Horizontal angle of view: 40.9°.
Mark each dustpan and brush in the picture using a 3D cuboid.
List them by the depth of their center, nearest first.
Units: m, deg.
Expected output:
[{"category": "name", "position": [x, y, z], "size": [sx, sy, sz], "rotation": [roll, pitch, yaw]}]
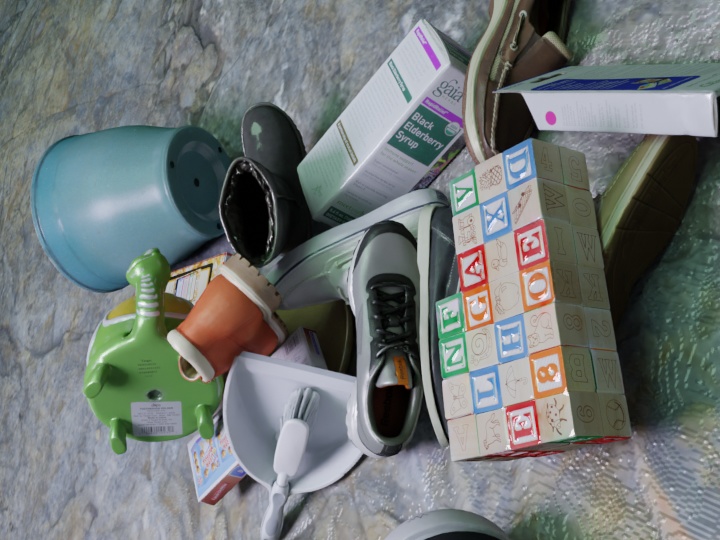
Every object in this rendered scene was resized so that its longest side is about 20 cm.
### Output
[{"category": "dustpan and brush", "position": [-0.067, 0.176, 0.889], "size": [0.058, 0.138, 0.201], "rotation": [-80, 4, -50]}]

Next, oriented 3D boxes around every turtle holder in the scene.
[{"category": "turtle holder", "position": [-0.214, 0.080, 0.968], "size": [0.140, 0.186, 0.132], "rotation": [-24, 39, 10]}]

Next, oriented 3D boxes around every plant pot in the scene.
[{"category": "plant pot", "position": [-0.071, 0.085, 0.984], "size": [0.199, 0.027, 0.202], "rotation": [-24, 56, 41]}, {"category": "plant pot", "position": [-0.258, -0.087, 1.172], "size": [0.186, 0.200, 0.202], "rotation": [-11, 63, 29]}]

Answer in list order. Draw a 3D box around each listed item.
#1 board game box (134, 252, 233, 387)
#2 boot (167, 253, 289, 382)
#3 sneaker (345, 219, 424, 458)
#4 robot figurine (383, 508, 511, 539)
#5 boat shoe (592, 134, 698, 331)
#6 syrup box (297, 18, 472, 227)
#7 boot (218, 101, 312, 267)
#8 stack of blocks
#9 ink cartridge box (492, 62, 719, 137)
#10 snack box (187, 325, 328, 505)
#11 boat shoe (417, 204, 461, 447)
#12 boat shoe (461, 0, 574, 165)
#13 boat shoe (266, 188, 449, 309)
[{"category": "board game box", "position": [-0.209, 0.075, 1.136], "size": [0.199, 0.046, 0.153], "rotation": [-15, 62, 45]}, {"category": "boot", "position": [-0.126, 0.060, 0.897], "size": [0.075, 0.200, 0.107], "rotation": [38, 77, 11]}, {"category": "sneaker", "position": [0.029, 0.057, 0.812], "size": [0.079, 0.073, 0.203], "rotation": [152, 119, -79]}, {"category": "robot figurine", "position": [0.070, 0.250, 0.638], "size": [0.126, 0.149, 0.200], "rotation": [-62, 19, 16]}, {"category": "boat shoe", "position": [0.172, -0.020, 0.708], "size": [0.069, 0.073, 0.201], "rotation": [36, 102, 45]}, {"category": "syrup box", "position": [0.034, -0.128, 0.919], "size": [0.200, 0.078, 0.082], "rotation": [-46, 42, 25]}, {"category": "boot", "position": [-0.099, -0.091, 0.946], "size": [0.072, 0.200, 0.184], "rotation": [-18, 87, 12]}, {"category": "stack of blocks", "position": [0.111, 0.025, 0.677], "size": [0.115, 0.058, 0.202], "rotation": [-24, 65, 49]}, {"category": "ink cartridge box", "position": [0.200, -0.128, 0.710], "size": [0.199, 0.094, 0.037], "rotation": [17, 122, 51]}, {"category": "snack box", "position": [-0.103, 0.145, 0.952], "size": [0.200, 0.024, 0.072], "rotation": [-46, 44, 25]}, {"category": "boat shoe", "position": [0.082, 0.042, 0.790], "size": [0.067, 0.072, 0.202], "rotation": [-1, 78, 14]}, {"category": "boat shoe", "position": [0.141, -0.183, 0.824], "size": [0.074, 0.074, 0.205], "rotation": [-3, 70, 45]}, {"category": "boat shoe", "position": [0.000, 0.000, 0.890], "size": [0.199, 0.071, 0.070], "rotation": [-26, 61, 15]}]
